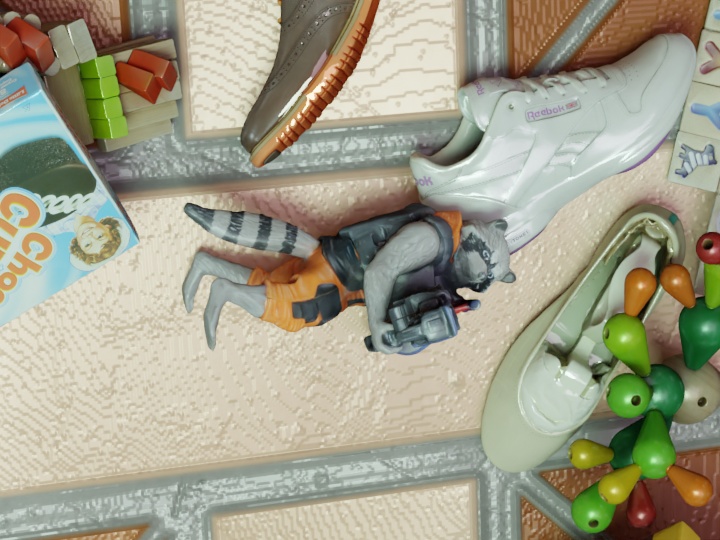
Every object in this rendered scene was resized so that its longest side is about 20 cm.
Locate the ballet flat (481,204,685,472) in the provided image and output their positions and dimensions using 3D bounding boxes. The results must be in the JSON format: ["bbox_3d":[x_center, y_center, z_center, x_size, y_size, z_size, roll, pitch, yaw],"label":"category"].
[{"bbox_3d":[0.143,0.045,1.058,0.069,0.069,0.201,31,93,-19],"label":"ballet flat"}]

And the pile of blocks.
[{"bbox_3d":[-0.179,-0.106,0.910,0.198,0.062,0.083,10,89,-35],"label":"pile of blocks"}]

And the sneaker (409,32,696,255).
[{"bbox_3d":[0.120,-0.092,1.016,0.199,0.075,0.100,-38,110,-4],"label":"sneaker"}]

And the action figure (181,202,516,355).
[{"bbox_3d":[0.000,0.000,0.953,0.191,0.200,0.106,-8,88,-12],"label":"action figure"}]

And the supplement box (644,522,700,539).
[{"bbox_3d":[0.176,0.300,1.035,0.199,0.133,0.197,-32,112,34],"label":"supplement box"}]

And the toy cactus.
[{"bbox_3d":[0.202,0.075,1.037,0.101,0.165,0.202,20,97,27],"label":"toy cactus"}]

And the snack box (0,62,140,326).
[{"bbox_3d":[-0.232,-0.012,0.895,0.199,0.037,0.117,-32,130,-3],"label":"snack box"}]

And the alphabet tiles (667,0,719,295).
[{"bbox_3d":[0.283,-0.070,1.054,0.165,0.008,0.202,15,100,17],"label":"alphabet tiles"}]

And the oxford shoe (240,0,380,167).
[{"bbox_3d":[-0.025,-0.157,0.977,0.072,0.071,0.201,30,89,1],"label":"oxford shoe"}]
